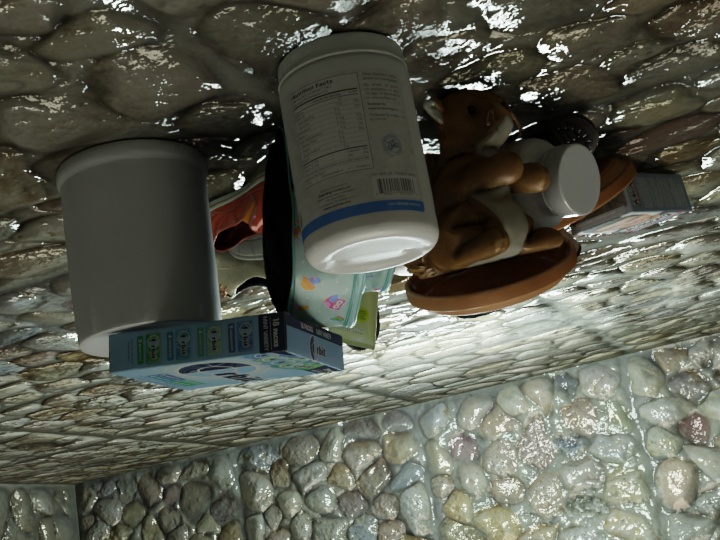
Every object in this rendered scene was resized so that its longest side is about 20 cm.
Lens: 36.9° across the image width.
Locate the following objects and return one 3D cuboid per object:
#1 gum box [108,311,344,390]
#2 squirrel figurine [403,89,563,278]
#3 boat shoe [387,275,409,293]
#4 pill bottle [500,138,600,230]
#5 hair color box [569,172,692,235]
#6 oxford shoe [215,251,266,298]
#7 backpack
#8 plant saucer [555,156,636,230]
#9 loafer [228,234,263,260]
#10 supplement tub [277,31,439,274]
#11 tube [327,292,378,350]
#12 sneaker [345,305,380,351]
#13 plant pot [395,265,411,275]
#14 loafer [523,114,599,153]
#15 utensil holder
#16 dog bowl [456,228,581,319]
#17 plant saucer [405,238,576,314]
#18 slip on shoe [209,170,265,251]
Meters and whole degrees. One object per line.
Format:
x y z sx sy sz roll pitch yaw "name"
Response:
-0.138 0.089 1.153 0.199 0.045 0.170 -9 165 17 "gum box"
0.104 -0.095 1.178 0.141 0.188 0.199 -7 172 -45 "squirrel figurine"
0.091 -0.027 1.631 0.200 0.073 0.065 -29 151 36 "boat shoe"
0.178 -0.096 1.277 0.111 0.112 0.199 5 174 -43 "pill bottle"
0.382 -0.095 1.537 0.099 0.061 0.199 -23 168 39 "hair color box"
-0.204 0.002 1.527 0.199 0.074 0.071 -7 164 -11 "oxford shoe"
-0.036 -0.036 1.178 0.152 0.201 0.176 7 142 -7 "backpack"
0.263 -0.096 1.411 0.200 0.032 0.200 -30 -169 6 "plant saucer"
-0.083 -0.061 1.400 0.199 0.072 0.063 -23 165 30 "loafer"
-0.004 -0.108 1.030 0.131 0.201 0.132 -9 164 -3 "supplement tub"
0.000 0.000 1.415 0.052 0.201 0.058 6 -175 -17 "tube"
-0.042 0.019 1.506 0.083 0.201 0.121 -25 -178 -11 "sneaker"
0.116 -0.055 1.458 0.200 0.028 0.200 -35 163 -12 "plant pot"
0.227 -0.141 1.341 0.071 0.073 0.200 -43 -176 -36 "loafer"
-0.241 -0.019 1.195 0.169 0.201 0.170 -10 165 -3 "utensil holder"
0.202 -0.016 1.502 0.199 0.074 0.200 -30 -170 6 "dog bowl"
0.151 0.008 1.243 0.199 0.033 0.200 -16 -165 4 "plant saucer"
-0.118 -0.077 1.328 0.199 0.062 0.074 -24 157 33 "slip on shoe"
